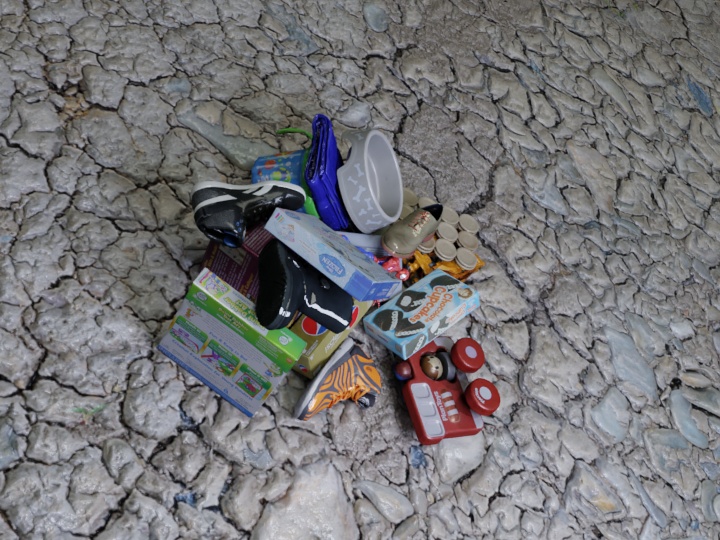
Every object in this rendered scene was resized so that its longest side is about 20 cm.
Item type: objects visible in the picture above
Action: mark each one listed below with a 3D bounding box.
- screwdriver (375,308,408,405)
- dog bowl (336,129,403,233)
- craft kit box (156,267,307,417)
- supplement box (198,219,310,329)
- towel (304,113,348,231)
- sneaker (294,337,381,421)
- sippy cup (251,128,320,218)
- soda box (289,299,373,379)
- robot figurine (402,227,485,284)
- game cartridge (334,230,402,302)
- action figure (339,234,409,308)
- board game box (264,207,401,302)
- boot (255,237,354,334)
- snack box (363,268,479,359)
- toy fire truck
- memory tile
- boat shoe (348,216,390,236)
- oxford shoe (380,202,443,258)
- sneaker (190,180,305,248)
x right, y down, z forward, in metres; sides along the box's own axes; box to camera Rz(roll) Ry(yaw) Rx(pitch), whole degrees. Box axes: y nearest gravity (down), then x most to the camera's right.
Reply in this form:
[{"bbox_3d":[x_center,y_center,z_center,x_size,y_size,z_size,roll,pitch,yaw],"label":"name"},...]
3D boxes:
[{"bbox_3d":[0.061,0.160,1.657,0.029,0.028,0.203,31,35,-51],"label":"screwdriver"},{"bbox_3d":[0.023,-0.175,1.679,0.199,0.058,0.204,-10,90,-67],"label":"dog bowl"},{"bbox_3d":[-0.209,0.119,1.399,0.199,0.198,0.049,37,47,-3],"label":"craft kit box"},{"bbox_3d":[-0.168,-0.006,1.547,0.199,0.132,0.103,37,45,5],"label":"supplement box"},{"bbox_3d":[-0.054,-0.176,1.650,0.049,0.201,0.150,1,64,12],"label":"towel"},{"bbox_3d":[-0.027,0.209,1.528,0.112,0.078,0.200,40,47,2],"label":"sneaker"},{"bbox_3d":[-0.137,-0.168,1.683,0.128,0.140,0.181,0,59,12],"label":"sippy cup"},{"bbox_3d":[-0.058,0.091,1.563,0.067,0.065,0.200,23,54,24],"label":"soda box"},{"bbox_3d":[0.162,-0.021,1.820,0.198,0.058,0.146,-17,68,-39],"label":"robot figurine"},{"bbox_3d":[-0.013,-0.004,1.682,0.197,0.040,0.136,5,76,-23],"label":"game cartridge"},{"bbox_3d":[0.000,0.000,1.634,0.197,0.065,0.101,18,69,-20],"label":"action figure"},{"bbox_3d":[-0.041,-0.024,1.454,0.198,0.044,0.200,38,9,13],"label":"board game box"},{"bbox_3d":[-0.079,0.050,1.377,0.167,0.076,0.201,33,23,-26],"label":"boot"},{"bbox_3d":[0.116,0.078,1.659,0.199,0.038,0.116,-33,43,-27],"label":"snack box"},{"bbox_3d":[0.147,0.213,1.604,0.165,0.112,0.203,0,58,-33],"label":"toy fire truck"},{"bbox_3d":[0.155,-0.086,1.815,0.197,0.017,0.155,23,45,-14],"label":"memory tile"},{"bbox_3d":[0.020,-0.073,1.769,0.071,0.067,0.203,-24,89,-44],"label":"boat shoe"},{"bbox_3d":[0.100,-0.085,1.694,0.070,0.075,0.200,38,33,8],"label":"oxford shoe"},{"bbox_3d":[-0.182,-0.087,1.473,0.196,0.074,0.113,-1,55,-18],"label":"sneaker"}]
